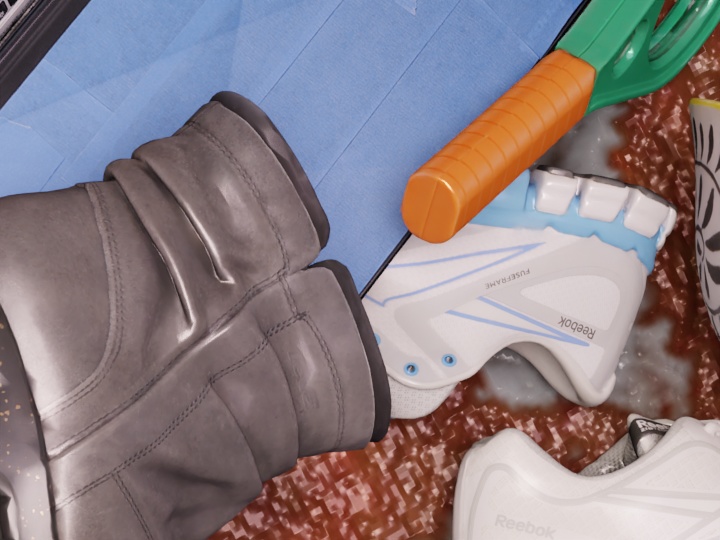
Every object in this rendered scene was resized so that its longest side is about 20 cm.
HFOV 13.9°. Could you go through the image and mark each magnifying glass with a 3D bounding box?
[{"bbox_3d":[0.074,-0.068,0.908,0.022,0.080,0.200,31,46,15],"label":"magnifying glass"}]

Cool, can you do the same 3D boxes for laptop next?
[{"bbox_3d":[-0.040,-0.089,0.816,0.116,0.200,0.188,30,72,22],"label":"laptop"}]

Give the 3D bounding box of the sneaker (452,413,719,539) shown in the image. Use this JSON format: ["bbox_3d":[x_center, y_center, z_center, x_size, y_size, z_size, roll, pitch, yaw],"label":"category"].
[{"bbox_3d":[0.123,0.084,0.947,0.199,0.075,0.082,-1,75,-17],"label":"sneaker"}]

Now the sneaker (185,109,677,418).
[{"bbox_3d":[0.000,0.000,0.919,0.199,0.075,0.087,11,89,-13],"label":"sneaker"}]

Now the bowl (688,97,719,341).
[{"bbox_3d":[0.181,0.024,0.906,0.200,0.201,0.095,19,93,-12],"label":"bowl"}]

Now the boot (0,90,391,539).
[{"bbox_3d":[-0.044,0.062,0.783,0.131,0.070,0.201,-20,104,-29],"label":"boot"}]

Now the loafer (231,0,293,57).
[{"bbox_3d":[-0.062,-0.146,0.920,0.063,0.072,0.201,-11,84,0],"label":"loafer"}]
